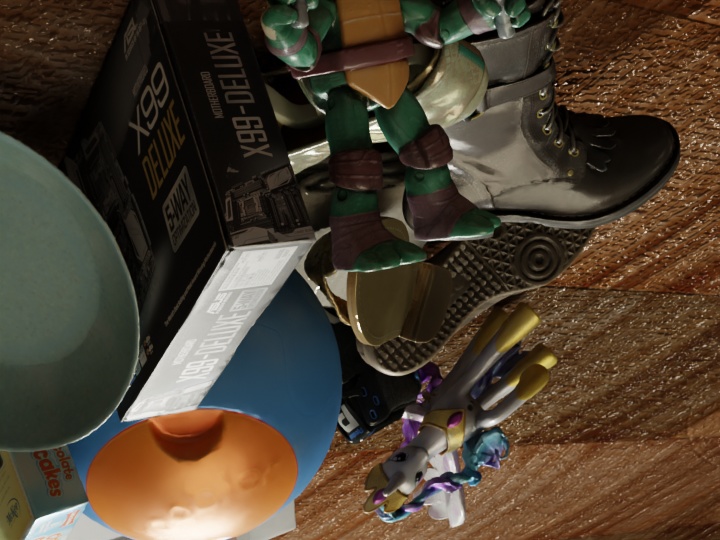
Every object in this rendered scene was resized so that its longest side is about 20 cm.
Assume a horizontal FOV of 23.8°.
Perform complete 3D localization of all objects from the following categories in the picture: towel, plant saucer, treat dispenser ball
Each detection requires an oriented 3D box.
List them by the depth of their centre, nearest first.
[{"bbox_3d":[-0.202,0.003,0.922,0.200,0.201,0.039,-33,-169,31],"label":"plant saucer"},{"bbox_3d":[-0.111,0.071,1.072,0.199,0.202,0.201,-16,158,-7],"label":"treat dispenser ball"},{"bbox_3d":[-0.015,-0.025,1.151,0.132,0.035,0.200,-6,155,-26],"label":"towel"}]

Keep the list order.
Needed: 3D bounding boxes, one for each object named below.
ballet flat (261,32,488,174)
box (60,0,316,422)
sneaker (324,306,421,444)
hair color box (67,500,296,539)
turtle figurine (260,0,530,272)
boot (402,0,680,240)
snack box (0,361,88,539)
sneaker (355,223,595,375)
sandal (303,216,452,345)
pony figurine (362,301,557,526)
[{"bbox_3d":[-0.029,-0.093,0.926,0.199,0.068,0.062,-17,154,20],"label":"ballet flat"},{"bbox_3d":[-0.099,-0.034,0.898,0.049,0.159,0.200,-7,156,-28],"label":"box"},{"bbox_3d":[-0.034,0.075,1.261,0.199,0.113,0.073,-3,152,-35],"label":"sneaker"},{"bbox_3d":[-0.146,0.160,1.202,0.199,0.064,0.112,-18,133,-20],"label":"hair color box"},{"bbox_3d":[0.010,-0.107,0.830,0.149,0.202,0.100,-17,-167,-26],"label":"turtle figurine"},{"bbox_3d":[0.105,-0.100,1.008,0.198,0.070,0.175,-14,142,-10],"label":"boot"},{"bbox_3d":[-0.222,0.130,1.048,0.037,0.117,0.200,-15,160,-29],"label":"snack box"},{"bbox_3d":[0.077,-0.002,1.240,0.199,0.071,0.076,-34,-166,-7],"label":"sneaker"},{"bbox_3d":[-0.002,0.006,1.100,0.069,0.078,0.212,16,176,19],"label":"sandal"},{"bbox_3d":[0.065,0.117,1.382,0.200,0.167,0.193,-44,-177,-7],"label":"pony figurine"}]
